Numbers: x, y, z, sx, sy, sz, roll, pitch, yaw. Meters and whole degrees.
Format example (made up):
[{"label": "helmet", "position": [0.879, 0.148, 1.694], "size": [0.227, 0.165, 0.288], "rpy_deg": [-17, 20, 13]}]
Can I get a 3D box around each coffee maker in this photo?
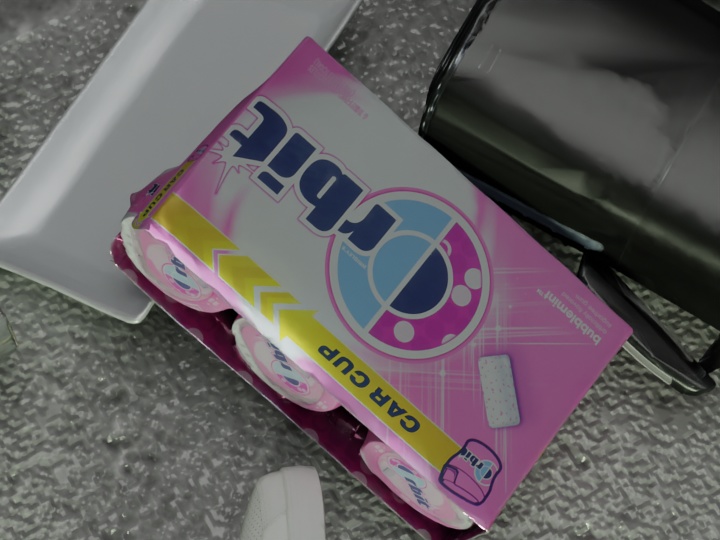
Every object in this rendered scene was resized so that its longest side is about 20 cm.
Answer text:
[{"label": "coffee maker", "position": [0.137, -0.064, 0.889], "size": [0.199, 0.193, 0.135], "rpy_deg": [29, 52, 6]}]

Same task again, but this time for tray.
[{"label": "tray", "position": [-0.084, -0.067, 0.955], "size": [0.107, 0.022, 0.201], "rpy_deg": [21, 66, 29]}]

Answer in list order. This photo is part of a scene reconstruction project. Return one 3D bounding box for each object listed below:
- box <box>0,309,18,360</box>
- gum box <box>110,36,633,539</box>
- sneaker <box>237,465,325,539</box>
[{"label": "box", "position": [-0.267, -0.008, 0.890], "size": [0.158, 0.048, 0.200], "rpy_deg": [-34, 76, -14]}, {"label": "gum box", "position": [0.001, 0.007, 0.882], "size": [0.200, 0.066, 0.114], "rpy_deg": [42, 68, -4]}, {"label": "sneaker", "position": [-0.074, 0.175, 0.859], "size": [0.115, 0.074, 0.202], "rpy_deg": [6, 71, -3]}]
